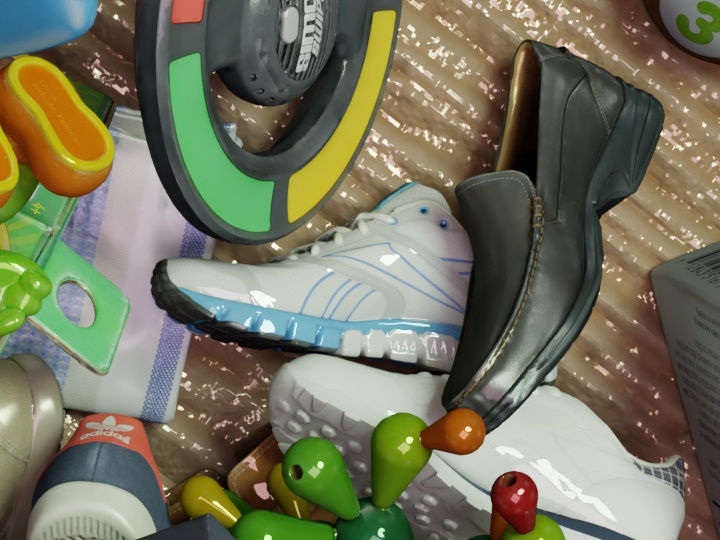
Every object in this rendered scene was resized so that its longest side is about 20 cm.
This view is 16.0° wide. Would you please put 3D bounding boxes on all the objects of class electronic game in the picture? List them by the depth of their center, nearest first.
[{"bbox_3d":[-0.035,-0.110,1.100,0.041,0.200,0.201,13,100,28],"label":"electronic game"}]

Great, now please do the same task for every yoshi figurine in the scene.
[{"bbox_3d":[-0.178,0.013,0.971,0.112,0.112,0.200,35,126,-24],"label":"yoshi figurine"}]

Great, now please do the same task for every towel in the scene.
[{"bbox_3d":[-0.164,-0.016,1.175,0.199,0.024,0.148,12,100,-7],"label":"towel"}]

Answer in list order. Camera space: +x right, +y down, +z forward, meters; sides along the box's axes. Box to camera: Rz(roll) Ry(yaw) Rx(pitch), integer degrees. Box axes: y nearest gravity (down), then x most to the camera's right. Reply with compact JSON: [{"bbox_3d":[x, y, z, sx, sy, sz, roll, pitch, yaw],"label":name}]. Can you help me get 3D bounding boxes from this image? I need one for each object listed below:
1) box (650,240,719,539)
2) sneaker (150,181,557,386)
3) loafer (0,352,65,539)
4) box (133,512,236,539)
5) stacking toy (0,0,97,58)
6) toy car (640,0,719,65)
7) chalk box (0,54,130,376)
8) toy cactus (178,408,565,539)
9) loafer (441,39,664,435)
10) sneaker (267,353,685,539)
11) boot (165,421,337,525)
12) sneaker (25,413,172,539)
[{"bbox_3d":[0.225,0.091,1.157,0.104,0.184,0.201,-17,102,-5],"label":"box"},{"bbox_3d":[0.000,0.000,1.174,0.199,0.075,0.087,8,87,-24],"label":"sneaker"},{"bbox_3d":[-0.189,0.131,1.160,0.068,0.076,0.201,8,100,-28],"label":"loafer"},{"bbox_3d":[-0.092,0.214,1.042,0.181,0.105,0.200,-20,139,15],"label":"box"},{"bbox_3d":[-0.110,-0.168,1.083,0.109,0.200,0.117,-8,104,35],"label":"stacking toy"},{"bbox_3d":[0.201,-0.153,1.103,0.164,0.200,0.158,42,93,-11],"label":"toy car"},{"bbox_3d":[-0.185,-0.025,1.082,0.199,0.125,0.124,26,119,-9],"label":"chalk box"},{"bbox_3d":[0.017,0.134,1.102,0.199,0.103,0.165,-11,135,33],"label":"toy cactus"},{"bbox_3d":[0.069,-0.016,1.139,0.072,0.073,0.201,34,52,-15],"label":"loafer"},{"bbox_3d":[0.052,0.082,1.155,0.199,0.076,0.081,28,61,-9],"label":"sneaker"},{"bbox_3d":[0.010,0.126,1.202,0.199,0.077,0.156,-31,98,7],"label":"boot"},{"bbox_3d":[-0.114,0.147,1.143,0.075,0.085,0.201,10,131,-2],"label":"sneaker"}]
